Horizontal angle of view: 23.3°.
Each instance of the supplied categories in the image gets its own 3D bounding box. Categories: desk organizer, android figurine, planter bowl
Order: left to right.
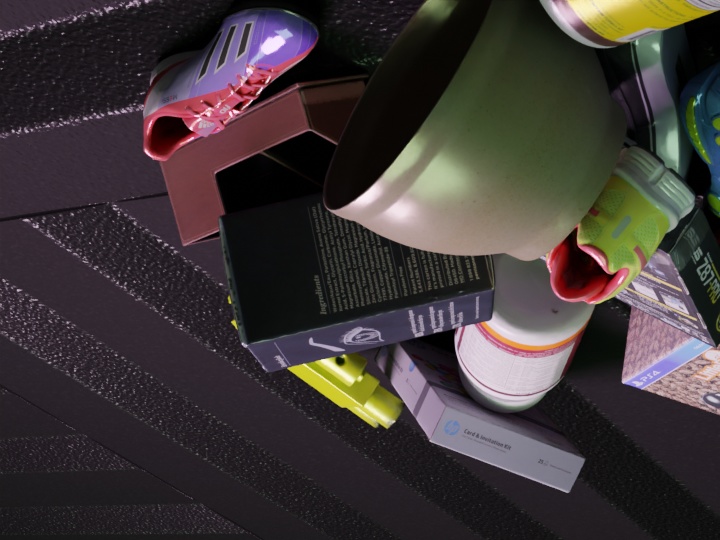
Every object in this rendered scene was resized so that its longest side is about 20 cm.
[{"bbox_3d":[-0.071,-0.083,1.353,0.071,0.078,0.199,-14,176,-41],"label":"desk organizer"},{"bbox_3d":[-0.048,0.083,1.705,0.199,0.041,0.182,37,170,-4],"label":"android figurine"},{"bbox_3d":[0.085,-0.091,1.120,0.134,0.202,0.200,31,151,-16],"label":"planter bowl"}]

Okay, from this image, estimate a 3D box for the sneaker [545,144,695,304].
[{"bbox_3d":[0.152,-0.014,1.166,0.078,0.091,0.200,38,164,6],"label":"sneaker"}]

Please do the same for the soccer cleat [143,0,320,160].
[{"bbox_3d":[-0.098,-0.138,1.283,0.068,0.074,0.199,28,151,-29],"label":"soccer cleat"}]

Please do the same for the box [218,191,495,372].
[{"bbox_3d":[0.000,0.000,1.360,0.198,0.106,0.148,-12,169,0],"label":"box"}]

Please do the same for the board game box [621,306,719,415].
[{"bbox_3d":[0.347,0.056,1.460,0.198,0.098,0.159,18,155,-13],"label":"board game box"}]

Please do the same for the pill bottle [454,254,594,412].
[{"bbox_3d":[0.139,0.048,1.524,0.108,0.111,0.200,11,156,2],"label":"pill bottle"}]

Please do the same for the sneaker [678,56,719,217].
[{"bbox_3d":[0.277,-0.083,1.207,0.071,0.083,0.200,34,165,37],"label":"sneaker"}]

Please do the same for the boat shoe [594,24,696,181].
[{"bbox_3d":[0.188,-0.119,1.190,0.067,0.074,0.200,7,157,22],"label":"boat shoe"}]

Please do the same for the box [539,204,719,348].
[{"bbox_3d":[0.182,-0.031,1.318,0.199,0.049,0.161,29,169,35],"label":"box"}]

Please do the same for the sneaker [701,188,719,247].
[{"bbox_3d":[0.350,-0.024,1.302,0.198,0.085,0.075,-5,151,32],"label":"sneaker"}]

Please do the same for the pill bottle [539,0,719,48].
[{"bbox_3d":[0.193,-0.201,0.968,0.109,0.110,0.199,30,150,-34],"label":"pill bottle"}]

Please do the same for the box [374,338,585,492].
[{"bbox_3d":[0.111,0.132,1.668,0.155,0.042,0.200,22,-170,-20],"label":"box"}]
